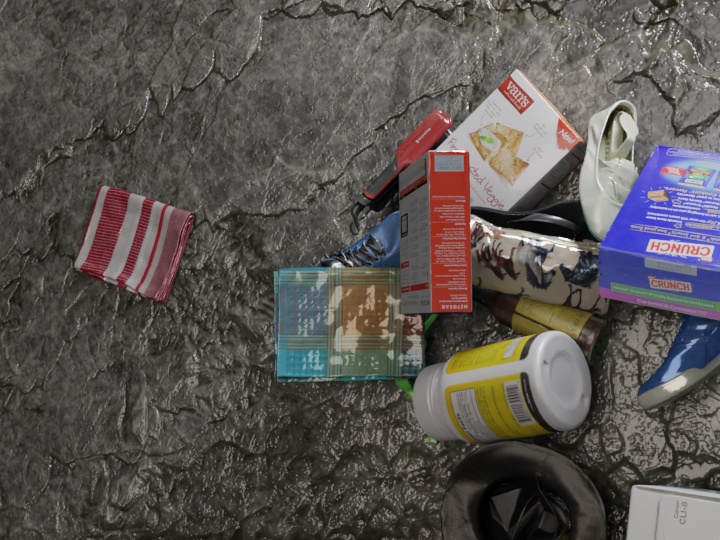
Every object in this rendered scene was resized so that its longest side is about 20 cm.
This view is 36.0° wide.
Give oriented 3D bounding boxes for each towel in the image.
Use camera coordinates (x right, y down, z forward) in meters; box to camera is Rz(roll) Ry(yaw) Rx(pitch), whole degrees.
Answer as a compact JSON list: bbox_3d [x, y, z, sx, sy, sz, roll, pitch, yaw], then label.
[{"bbox_3d":[-0.015,0.069,1.421,0.197,0.022,0.149,-1,85,2],"label":"towel"},{"bbox_3d":[-0.354,-0.044,1.714,0.198,0.023,0.146,18,89,30],"label":"towel"}]

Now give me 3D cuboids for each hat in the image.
[{"bbox_3d":[0.199,0.292,1.315,0.198,0.081,0.204,-1,88,22],"label":"hat"}]

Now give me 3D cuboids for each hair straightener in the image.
[{"bbox_3d":[0.054,-0.121,1.473,0.041,0.077,0.201,35,80,19],"label":"hair straightener"}]

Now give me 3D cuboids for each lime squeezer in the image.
[{"bbox_3d":[0.080,0.117,1.436,0.070,0.038,0.203,6,83,29],"label":"lime squeezer"}]

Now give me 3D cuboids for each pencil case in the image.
[{"bbox_3d":[0.204,-0.012,1.308,0.197,0.078,0.091,13,108,9],"label":"pencil case"}]

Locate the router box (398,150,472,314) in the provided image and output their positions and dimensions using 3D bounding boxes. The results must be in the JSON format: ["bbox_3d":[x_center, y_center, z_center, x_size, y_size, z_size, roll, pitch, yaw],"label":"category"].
[{"bbox_3d":[0.086,-0.039,1.320,0.048,0.200,0.183,-1,88,-8],"label":"router box"}]

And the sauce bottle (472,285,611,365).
[{"bbox_3d":[0.209,0.048,1.361,0.198,0.065,0.065,28,94,29],"label":"sauce bottle"}]

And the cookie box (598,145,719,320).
[{"bbox_3d":[0.373,-0.044,1.219,0.169,0.076,0.200,12,44,30],"label":"cookie box"}]

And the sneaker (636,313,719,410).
[{"bbox_3d":[0.376,0.063,1.257,0.199,0.077,0.112,-39,71,13],"label":"sneaker"}]

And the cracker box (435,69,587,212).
[{"bbox_3d":[0.177,-0.136,1.417,0.200,0.058,0.134,-44,64,14],"label":"cracker box"}]

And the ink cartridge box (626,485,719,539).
[{"bbox_3d":[0.365,0.305,1.150,0.143,0.199,0.148,4,83,29],"label":"ink cartridge box"}]

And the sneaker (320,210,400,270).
[{"bbox_3d":[0.000,0.000,1.471,0.200,0.089,0.079,-48,64,13],"label":"sneaker"}]

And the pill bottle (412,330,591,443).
[{"bbox_3d":[0.165,0.145,1.321,0.198,0.113,0.116,-16,72,43],"label":"pill bottle"}]

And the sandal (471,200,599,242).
[{"bbox_3d":[0.212,-0.042,1.355,0.197,0.043,0.077,-3,103,8],"label":"sandal"}]

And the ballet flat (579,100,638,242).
[{"bbox_3d":[0.297,-0.125,1.298,0.069,0.070,0.202,-11,46,26],"label":"ballet flat"}]
